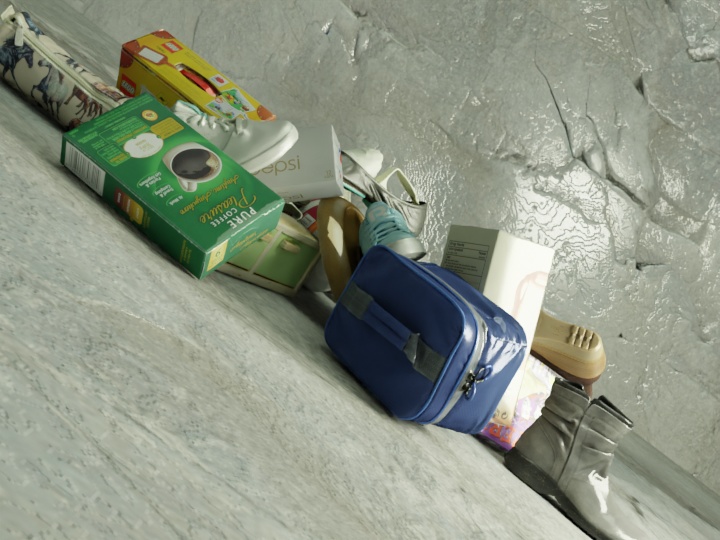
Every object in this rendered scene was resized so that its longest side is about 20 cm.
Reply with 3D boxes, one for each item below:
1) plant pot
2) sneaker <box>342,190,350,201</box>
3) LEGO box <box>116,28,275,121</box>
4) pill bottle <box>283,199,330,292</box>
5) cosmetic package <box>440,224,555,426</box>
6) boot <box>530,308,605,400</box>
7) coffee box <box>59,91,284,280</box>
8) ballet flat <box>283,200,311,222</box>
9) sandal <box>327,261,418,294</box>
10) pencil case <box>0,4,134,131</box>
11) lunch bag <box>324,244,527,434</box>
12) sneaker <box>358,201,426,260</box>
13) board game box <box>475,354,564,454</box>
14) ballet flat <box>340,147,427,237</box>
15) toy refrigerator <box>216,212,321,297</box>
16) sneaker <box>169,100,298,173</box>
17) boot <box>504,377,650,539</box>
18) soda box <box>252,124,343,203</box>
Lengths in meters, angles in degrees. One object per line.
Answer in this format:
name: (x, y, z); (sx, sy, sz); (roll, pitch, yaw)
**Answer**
plant pot: (0.000, 0.000, 1.390); (0.200, 0.027, 0.203); (-18, 91, -75)
sneaker: (-0.069, -0.099, 1.657); (0.111, 0.076, 0.202); (43, -35, 35)
LEGO box: (-0.214, -0.177, 1.417); (0.199, 0.150, 0.077); (39, 45, 19)
pill bottle: (-0.091, -0.067, 1.543); (0.200, 0.110, 0.109); (41, 7, 37)
cosmetic package: (0.133, 0.059, 1.265); (0.086, 0.203, 0.103); (15, -1, -28)
boot: (0.214, 0.096, 1.451); (0.198, 0.073, 0.167); (26, -24, 17)
coffee box: (-0.187, -0.087, 1.125); (0.199, 0.044, 0.123); (37, 45, 15)
ballet flat: (-0.098, -0.091, 1.456); (0.065, 0.201, 0.071); (29, -37, -2)
sandal: (0.046, 0.006, 1.549); (0.208, 0.071, 0.078); (9, 18, 20)
pencil case: (-0.344, -0.216, 1.321); (0.199, 0.078, 0.090); (38, -20, 7)
lunch bag: (0.062, 0.074, 1.162); (0.131, 0.137, 0.200); (17, 14, -43)
sneaker: (0.025, -0.038, 1.318); (0.200, 0.073, 0.083); (160, -95, -85)
board game box: (0.159, 0.140, 1.365); (0.199, 0.121, 0.032); (34, -18, -23)
ballet flat: (0.013, -0.110, 1.420); (0.199, 0.069, 0.068); (37, -5, -38)
toy refrigerator: (-0.114, -0.031, 1.266); (0.070, 0.076, 0.200); (39, 5, 24)
sneaker: (-0.168, -0.144, 1.219); (0.075, 0.197, 0.090); (-94, 170, -67)
boot: (0.274, 0.223, 1.300); (0.199, 0.132, 0.070); (37, 5, 5)
soda box: (-0.121, -0.112, 1.293); (0.196, 0.069, 0.064); (-7, -13, 6)
